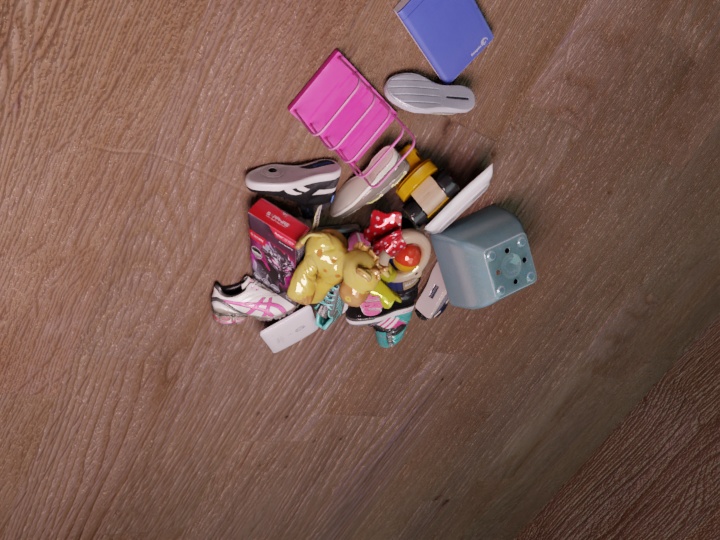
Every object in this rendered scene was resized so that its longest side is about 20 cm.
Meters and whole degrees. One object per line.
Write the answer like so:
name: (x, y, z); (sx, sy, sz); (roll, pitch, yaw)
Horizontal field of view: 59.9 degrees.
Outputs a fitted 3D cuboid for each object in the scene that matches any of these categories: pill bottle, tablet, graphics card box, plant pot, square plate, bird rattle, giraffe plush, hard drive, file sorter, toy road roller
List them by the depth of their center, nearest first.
file sorter: (-0.008, -0.270, 1.163); (0.139, 0.126, 0.198); (-45, 136, 12)
hard drive: (0.161, -0.463, 1.174); (0.132, 0.026, 0.199); (-44, 137, 8)
giraffe plush: (-0.029, -0.003, 1.193); (0.173, 0.159, 0.204); (-47, 155, -45)
graphics card box: (-0.162, -0.033, 1.254); (0.051, 0.123, 0.203); (-47, 159, -34)
bird rattle: (0.074, -0.037, 1.314); (0.158, 0.113, 0.206); (-9, 123, -25)
toy road roller: (0.128, -0.186, 1.352); (0.122, 0.147, 0.200); (-41, 175, 8)
square plate: (0.226, -0.150, 1.408); (0.199, 0.029, 0.198); (-43, 174, 7)
tablet: (-0.161, 0.140, 1.451); (0.127, 0.014, 0.201); (-29, 163, -8)
pill bottle: (0.086, -0.017, 1.457); (0.109, 0.113, 0.204); (-24, 136, -10)
plant pot: (0.308, -0.022, 1.475); (0.191, 0.200, 0.202); (-22, 104, -12)

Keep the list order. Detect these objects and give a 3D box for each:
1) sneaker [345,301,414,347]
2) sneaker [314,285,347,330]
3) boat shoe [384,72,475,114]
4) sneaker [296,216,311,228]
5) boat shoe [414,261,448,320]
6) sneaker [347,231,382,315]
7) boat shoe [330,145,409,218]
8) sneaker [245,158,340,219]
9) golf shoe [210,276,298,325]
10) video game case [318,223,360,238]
sneaker: (0.045, 0.141, 1.597); (0.194, 0.084, 0.124); (-9, 122, -27)
sneaker: (-0.062, 0.061, 1.379); (0.092, 0.076, 0.203); (-54, 162, -35)
boat shoe: (0.132, -0.337, 1.239); (0.193, 0.062, 0.075); (5, 81, -20)
sneaker: (-0.114, -0.012, 1.327); (0.073, 0.082, 0.204); (-23, 137, -14)
boat shoe: (0.217, 0.037, 1.632); (0.203, 0.074, 0.092); (-56, 157, 13)
sneaker: (0.000, 0.000, 1.423); (0.072, 0.088, 0.205); (-19, 117, -8)
boat shoe: (0.017, -0.168, 1.284); (0.059, 0.074, 0.200); (26, 128, -37)
sneaker: (-0.131, -0.147, 1.233); (0.194, 0.074, 0.114); (-11, 134, -24)
golf shoe: (-0.223, 0.059, 1.347); (0.193, 0.073, 0.095); (-7, 117, -19)
video game case: (-0.098, -0.010, 1.414); (0.176, 0.024, 0.205); (-8, 130, -26)
